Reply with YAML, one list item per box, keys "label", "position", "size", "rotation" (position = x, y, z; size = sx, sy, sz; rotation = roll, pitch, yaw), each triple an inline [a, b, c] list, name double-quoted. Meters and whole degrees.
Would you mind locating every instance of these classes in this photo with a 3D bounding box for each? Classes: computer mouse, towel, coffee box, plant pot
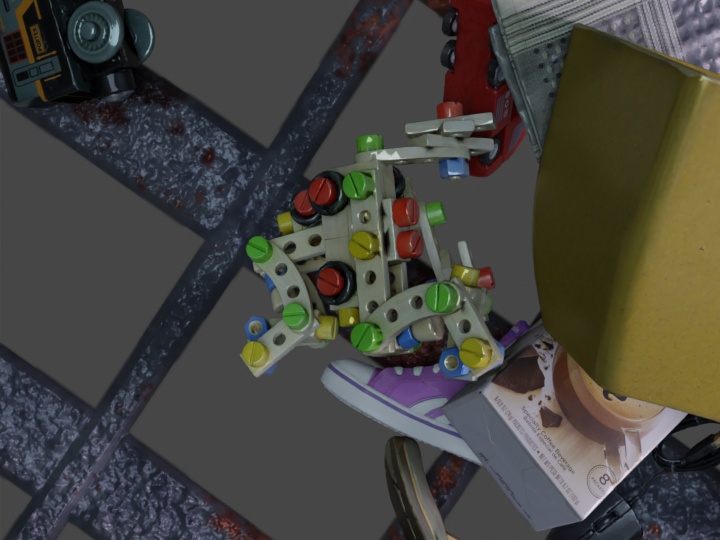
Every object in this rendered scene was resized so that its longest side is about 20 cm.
- label: "computer mouse"
  position: [0.200, 0.168, 1.003]
  size: [0.059, 0.034, 0.200]
  rotation: [52, 126, 21]
- label: "towel"
  position: [0.193, -0.150, 0.941]
  size: [0.199, 0.035, 0.194]
  rotation: [-23, 107, -9]
- label: "coffee box"
  position: [0.171, 0.075, 0.978]
  size: [0.200, 0.080, 0.113]
  rotation: [-39, 90, -25]
- label: "plant pot"
  position: [0.214, -0.020, 0.866]
  size: [0.193, 0.196, 0.202]
  rotation: [16, 105, -17]

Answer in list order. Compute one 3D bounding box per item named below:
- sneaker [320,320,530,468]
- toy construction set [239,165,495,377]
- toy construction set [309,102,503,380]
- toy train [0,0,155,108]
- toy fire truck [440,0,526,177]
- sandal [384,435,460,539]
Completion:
- label: "sneaker"
  position: [0.076, 0.081, 1.041]
  size: [0.199, 0.073, 0.115]
  rotation: [21, 88, -4]
- label: "toy construction set"
  position: [0.000, 0.000, 1.026]
  size: [0.198, 0.092, 0.132]
  rotation: [-10, 68, -2]
- label: "toy construction set"
  position: [0.036, -0.022, 0.934]
  size: [0.130, 0.092, 0.202]
  rotation: [-9, 68, 30]
- label: "toy train"
  position: [-0.234, -0.218, 1.042]
  size: [0.113, 0.085, 0.202]
  rotation: [-16, 92, 15]
- label: "toy fire truck"
  position: [0.116, -0.182, 1.001]
  size: [0.048, 0.141, 0.201]
  rotation: [25, 134, 27]
- label: "sandal"
  position: [0.067, 0.220, 1.049]
  size: [0.054, 0.080, 0.202]
  rotation: [-14, 88, -16]
